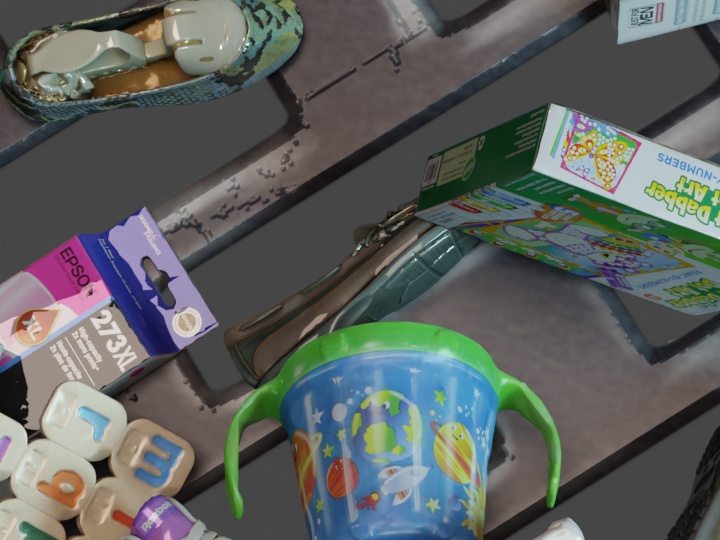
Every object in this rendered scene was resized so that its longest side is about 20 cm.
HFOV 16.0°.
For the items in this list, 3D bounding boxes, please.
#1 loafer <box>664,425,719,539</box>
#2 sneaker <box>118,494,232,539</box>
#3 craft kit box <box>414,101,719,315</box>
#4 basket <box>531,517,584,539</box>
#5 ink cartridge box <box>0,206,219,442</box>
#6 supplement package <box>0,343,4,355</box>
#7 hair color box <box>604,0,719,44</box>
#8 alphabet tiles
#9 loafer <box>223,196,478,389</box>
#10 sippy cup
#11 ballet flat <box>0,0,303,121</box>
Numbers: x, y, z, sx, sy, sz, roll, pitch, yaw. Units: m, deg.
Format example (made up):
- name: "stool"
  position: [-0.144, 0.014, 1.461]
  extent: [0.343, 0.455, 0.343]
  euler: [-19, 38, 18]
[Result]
- name: "loafer"
  position: [0.223, 0.155, 1.498]
  extent: [0.071, 0.073, 0.201]
  euler: [32, 54, 0]
- name: "sneaker"
  position: [-0.083, 0.180, 1.477]
  extent: [0.073, 0.200, 0.115]
  euler: [-41, 103, -36]
- name: "craft kit box"
  position: [0.154, -0.031, 1.479]
  extent: [0.196, 0.200, 0.049]
  euler: [16, 79, -15]
- name: "basket"
  position: [0.073, 0.261, 1.457]
  extent: [0.199, 0.198, 0.162]
  euler: [-29, 79, -2]
- name: "ink cartridge box"
  position: [-0.197, 0.048, 1.611]
  extent: [0.199, 0.037, 0.095]
  euler: [-33, 77, -4]
- name: "supplement package"
  position: [-0.325, 0.111, 1.522]
  extent: [0.110, 0.156, 0.201]
  euler: [24, 93, 16]
- name: "hair color box"
  position: [0.248, -0.204, 1.589]
  extent: [0.198, 0.099, 0.061]
  euler: [-14, 77, 2]
- name: "alphabet tiles"
  position: [-0.185, 0.174, 1.556]
  extent: [0.195, 0.015, 0.201]
  euler: [30, 81, -15]
- name: "loafer"
  position: [0.000, 0.000, 1.586]
  extent: [0.200, 0.072, 0.063]
  euler: [-42, 72, -2]
- name: "sippy cup"
  position: [0.019, 0.120, 1.504]
  extent: [0.177, 0.139, 0.131]
  euler: [-23, 52, 26]
- name: "ballet flat"
  position: [-0.134, -0.139, 1.627]
  extent: [0.198, 0.074, 0.075]
  euler: [-16, 77, 1]
